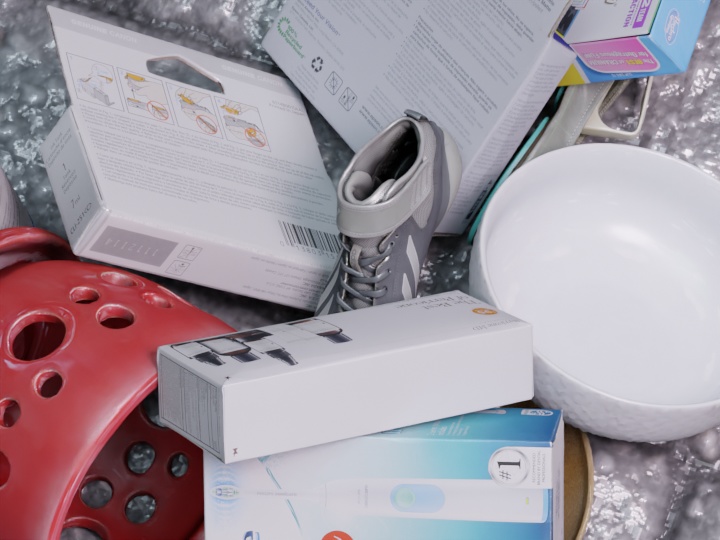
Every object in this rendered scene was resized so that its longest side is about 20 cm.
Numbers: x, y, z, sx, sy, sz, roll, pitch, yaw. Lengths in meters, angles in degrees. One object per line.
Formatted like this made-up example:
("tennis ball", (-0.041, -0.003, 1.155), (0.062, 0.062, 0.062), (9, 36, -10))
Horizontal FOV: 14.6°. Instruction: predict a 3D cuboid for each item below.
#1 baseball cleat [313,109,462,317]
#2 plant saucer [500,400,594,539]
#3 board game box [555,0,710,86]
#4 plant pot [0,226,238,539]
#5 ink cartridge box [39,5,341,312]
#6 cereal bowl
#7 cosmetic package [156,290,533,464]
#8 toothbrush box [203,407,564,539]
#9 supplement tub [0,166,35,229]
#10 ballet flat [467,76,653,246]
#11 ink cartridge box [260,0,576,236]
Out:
("baseball cleat", (0.000, 0.000, 1.677), (0.070, 0.106, 0.200), (13, 83, 23))
("plant saucer", (0.043, 0.134, 1.709), (0.200, 0.035, 0.200), (-3, 66, 7))
("board game box", (0.138, -0.188, 1.772), (0.200, 0.040, 0.153), (-3, 58, 45))
("plant pot", (-0.179, 0.086, 1.678), (0.182, 0.200, 0.200), (32, 74, 29))
("ink cartridge box", (-0.105, -0.066, 1.744), (0.045, 0.200, 0.176), (-49, 43, 31))
("cereal bowl", (0.157, 0.024, 1.698), (0.200, 0.083, 0.200), (8, 52, -10))
("cosmetic package", (-0.007, 0.057, 1.583), (0.200, 0.051, 0.083), (-10, 21, -29))
("toothbrush box", (0.014, 0.155, 1.606), (0.200, 0.085, 0.147), (2, 100, 9))
("supplement tub", (-0.280, -0.034, 1.736), (0.132, 0.200, 0.132), (-3, 66, 6))
("ballet flat", (0.139, -0.085, 1.777), (0.064, 0.067, 0.200), (28, 74, 7))
("ink cartridge box", (0.046, -0.159, 1.759), (0.200, 0.041, 0.200), (50, 122, 31))
